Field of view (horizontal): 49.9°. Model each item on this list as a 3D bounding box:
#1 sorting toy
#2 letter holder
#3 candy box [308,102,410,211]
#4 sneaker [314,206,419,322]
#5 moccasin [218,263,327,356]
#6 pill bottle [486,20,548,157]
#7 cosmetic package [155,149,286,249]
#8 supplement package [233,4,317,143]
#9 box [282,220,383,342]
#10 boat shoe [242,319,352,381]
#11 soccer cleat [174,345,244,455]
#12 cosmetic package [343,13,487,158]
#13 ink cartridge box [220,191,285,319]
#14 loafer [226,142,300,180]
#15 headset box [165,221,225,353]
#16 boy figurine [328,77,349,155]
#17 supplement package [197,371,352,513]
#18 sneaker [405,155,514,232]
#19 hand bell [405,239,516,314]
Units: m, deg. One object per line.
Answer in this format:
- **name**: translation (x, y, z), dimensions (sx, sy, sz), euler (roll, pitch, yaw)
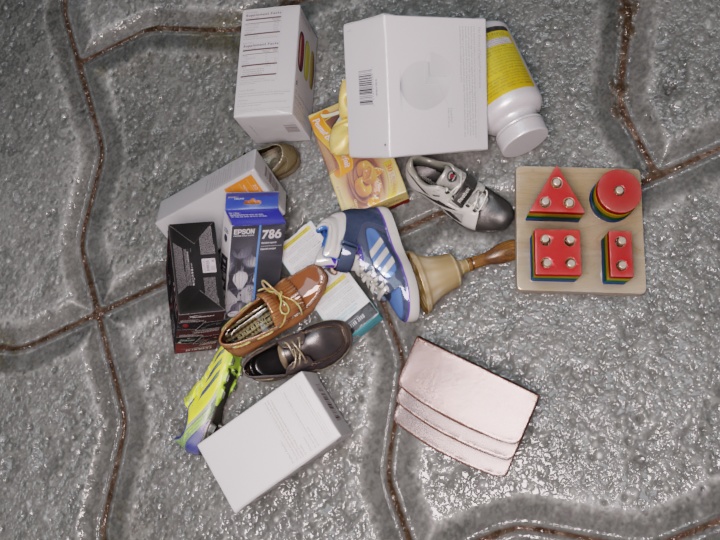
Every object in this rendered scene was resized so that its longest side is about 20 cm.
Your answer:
- **sorting toy**: translation (0.341, -0.070, 1.189), dimensions (0.195, 0.070, 0.203), euler (2, 76, 3)
- **letter holder**: translation (0.150, 0.211, 1.162), dimensions (0.197, 0.101, 0.144), euler (25, 84, 17)
- **candy box**: translation (-0.003, -0.191, 1.316), dimensions (0.114, 0.055, 0.203), euler (-21, 72, 4)
- **sneaker**: translation (0.000, 0.000, 1.223), dimensions (0.144, 0.081, 0.204), euler (-13, 76, -18)
- **moccasin**: translation (-0.139, 0.058, 1.223), dimensions (0.199, 0.078, 0.074), euler (-31, 73, 2)
- **pill bottle**: translation (0.230, -0.293, 1.262), dimensions (0.110, 0.111, 0.203), euler (-23, 72, 6)
- **cosmetic package**: translation (-0.232, -0.105, 1.297), dimensions (0.197, 0.102, 0.072), euler (-26, 34, 15)
- **supplement package**: translation (-0.146, -0.342, 1.355), dimensions (0.107, 0.114, 0.204), euler (0, 77, 13)
- **box**: translation (-0.053, 0.022, 1.278), dimensions (0.082, 0.049, 0.201), euler (-37, 72, 2)
- **boat shoe**: translation (-0.102, 0.136, 1.222), dimensions (0.198, 0.073, 0.076), euler (-26, 86, 24)
- **soccer cleat**: translation (-0.250, 0.199, 1.270), dimensions (0.082, 0.065, 0.204), euler (14, 80, 17)
- **cosmetic package**: translation (0.088, -0.283, 1.200), dimensions (0.197, 0.122, 0.204), euler (-9, 102, -31)
- **ink cartridge box**: translation (-0.175, -0.024, 1.246), dimensions (0.039, 0.098, 0.204), euler (33, 122, 52)
- **loafer**: translation (-0.201, -0.168, 1.348), dimensions (0.198, 0.067, 0.077), euler (-32, 72, 3)
- **headset box**: translation (-0.268, 0.035, 1.238), dimensions (0.073, 0.200, 0.151), euler (-5, 68, -18)
- **boy figurine**: translation (0.016, -0.268, 1.271), dimensions (0.123, 0.064, 0.202), euler (31, 83, -13)
- **supplement package**: translation (-0.129, 0.261, 1.196), dimensions (0.198, 0.117, 0.118), euler (-35, 78, 2)
- **sneaker**: translation (0.156, -0.127, 1.251), dimensions (0.197, 0.089, 0.075), euler (26, 81, 16)
- **hand bell**: translation (0.180, -0.011, 1.228), dimensions (0.196, 0.104, 0.106), euler (-18, 73, -5)
